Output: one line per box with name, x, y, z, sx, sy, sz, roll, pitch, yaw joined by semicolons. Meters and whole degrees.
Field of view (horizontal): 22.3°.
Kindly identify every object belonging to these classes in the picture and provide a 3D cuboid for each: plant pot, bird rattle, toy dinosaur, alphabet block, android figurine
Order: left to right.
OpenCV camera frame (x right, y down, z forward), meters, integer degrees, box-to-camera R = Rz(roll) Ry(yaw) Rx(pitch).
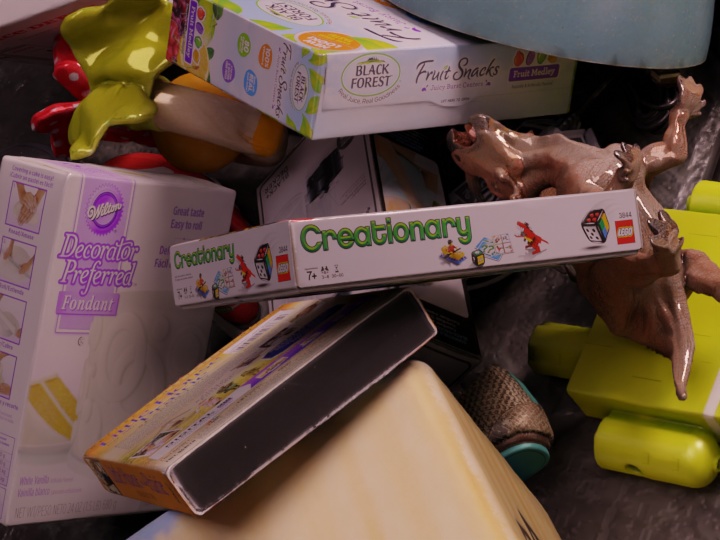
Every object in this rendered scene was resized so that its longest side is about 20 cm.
bird rattle;-0.127;-0.092;1.148;0.161;0.200;0.114;17;78;-8
alphabet block;0.022;0.202;0.877;0.194;0.197;0.201;-33;49;8
plant pot;0.118;-0.210;1.052;0.199;0.199;0.136;28;115;39
toy dinosaur;0.136;-0.012;0.979;0.136;0.085;0.202;-45;60;48
android figurine;0.192;0.031;0.995;0.198;0.041;0.183;7;63;36

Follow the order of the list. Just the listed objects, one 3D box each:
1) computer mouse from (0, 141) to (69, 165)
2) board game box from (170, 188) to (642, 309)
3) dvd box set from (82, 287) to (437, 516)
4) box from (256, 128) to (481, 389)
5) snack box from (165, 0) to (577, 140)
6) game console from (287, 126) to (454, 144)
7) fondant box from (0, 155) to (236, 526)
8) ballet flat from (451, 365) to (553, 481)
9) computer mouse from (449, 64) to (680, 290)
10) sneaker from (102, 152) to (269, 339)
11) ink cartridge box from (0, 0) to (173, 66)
computer mouse;-0.209;0.006;1.238;0.138;0.053;0.201;-28;61;12
board game box;0.022;-0.010;0.896;0.126;0.198;0.035;-9;87;58
dvd box set;-0.057;0.064;0.918;0.146;0.030;0.200;-36;9;-19
box;0.000;0.000;1.074;0.117;0.060;0.201;-46;36;33
snack box;0.009;-0.127;1.052;0.142;0.199;0.054;30;119;44
game console;-0.014;-0.192;1.215;0.198;0.174;0.119;10;38;33
fondant box;-0.155;0.041;1.067;0.058;0.144;0.202;14;97;36
ballet flat;0.016;0.124;1.006;0.200;0.068;0.076;-40;54;14
computer mouse;0.110;-0.056;1.093;0.200;0.044;0.110;-45;34;2
sneaker;-0.113;-0.034;1.182;0.077;0.085;0.199;-48;50;-8
ink cartridge box;-0.193;-0.198;1.250;0.145;0.200;0.084;-14;87;25
